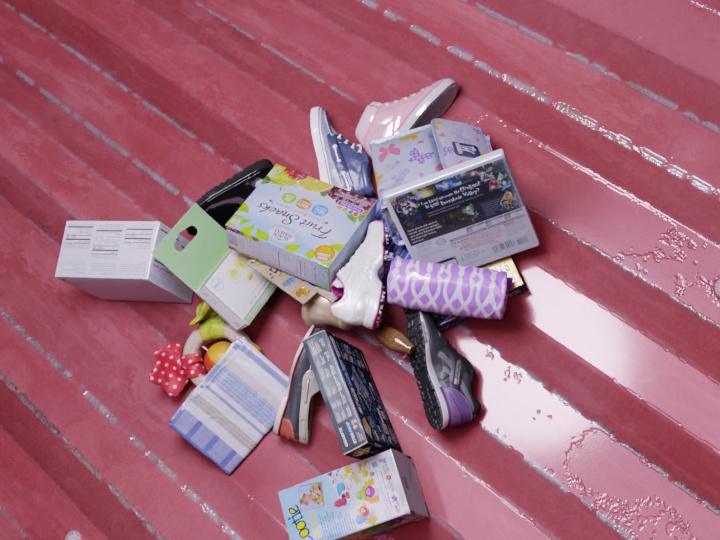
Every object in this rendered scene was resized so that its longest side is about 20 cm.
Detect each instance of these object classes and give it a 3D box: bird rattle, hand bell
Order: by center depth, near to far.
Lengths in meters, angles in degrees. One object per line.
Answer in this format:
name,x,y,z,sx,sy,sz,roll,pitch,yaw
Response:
hand bell,0.009,0.088,1.689,0.200,0.104,0.104,28,85,35
bird rattle,-0.267,0.148,1.805,0.163,0.113,0.200,35,91,10

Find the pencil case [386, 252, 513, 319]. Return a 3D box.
pencil case,0.136,0.027,1.626,0.200,0.086,0.084,10,112,8

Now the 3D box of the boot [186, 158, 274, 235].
boot,-0.207,-0.089,1.863,0.211,0.079,0.158,-36,64,7

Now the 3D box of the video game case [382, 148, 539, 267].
video game case,0.160,-0.082,1.628,0.200,0.182,0.023,-19,32,13

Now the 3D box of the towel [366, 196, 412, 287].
towel,0.030,-0.053,1.763,0.200,0.024,0.145,21,73,36

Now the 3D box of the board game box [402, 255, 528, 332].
board game box,0.159,0.015,1.707,0.200,0.035,0.136,-27,65,12

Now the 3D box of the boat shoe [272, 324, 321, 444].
boat shoe,-0.090,0.191,1.719,0.063,0.071,0.200,17,96,8

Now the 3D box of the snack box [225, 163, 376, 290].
snack box,-0.098,-0.076,1.732,0.200,0.068,0.169,22,54,20

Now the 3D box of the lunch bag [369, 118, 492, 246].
lunch bag,0.127,-0.157,1.703,0.200,0.127,0.170,-14,48,7

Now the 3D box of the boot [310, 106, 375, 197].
boot,-0.031,-0.210,1.841,0.090,0.073,0.200,-14,70,8

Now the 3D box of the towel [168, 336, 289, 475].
towel,-0.215,0.231,1.767,0.147,0.024,0.200,40,92,-2

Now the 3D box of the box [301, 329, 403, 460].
box,-0.011,0.205,1.646,0.046,0.159,0.200,-28,66,13

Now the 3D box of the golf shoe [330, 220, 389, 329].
golf shoe,0.000,0.000,1.668,0.091,0.075,0.200,4,55,5

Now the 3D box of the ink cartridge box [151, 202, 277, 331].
ink cartridge box,-0.238,-0.013,1.772,0.048,0.200,0.146,-30,20,48

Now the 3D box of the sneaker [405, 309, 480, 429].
sneaker,0.134,0.151,1.654,0.088,0.076,0.200,-8,76,-22

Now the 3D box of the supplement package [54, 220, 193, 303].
supplement package,-0.421,-0.014,1.882,0.200,0.156,0.111,2,73,22

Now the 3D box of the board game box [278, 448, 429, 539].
board game box,-0.010,0.369,1.624,0.200,0.103,0.105,-23,67,14

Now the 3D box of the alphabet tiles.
alphabet tiles,-0.086,-0.026,1.739,0.200,0.006,0.166,34,59,26

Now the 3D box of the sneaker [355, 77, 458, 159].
sneaker,0.072,-0.283,1.813,0.200,0.075,0.105,-46,68,8
